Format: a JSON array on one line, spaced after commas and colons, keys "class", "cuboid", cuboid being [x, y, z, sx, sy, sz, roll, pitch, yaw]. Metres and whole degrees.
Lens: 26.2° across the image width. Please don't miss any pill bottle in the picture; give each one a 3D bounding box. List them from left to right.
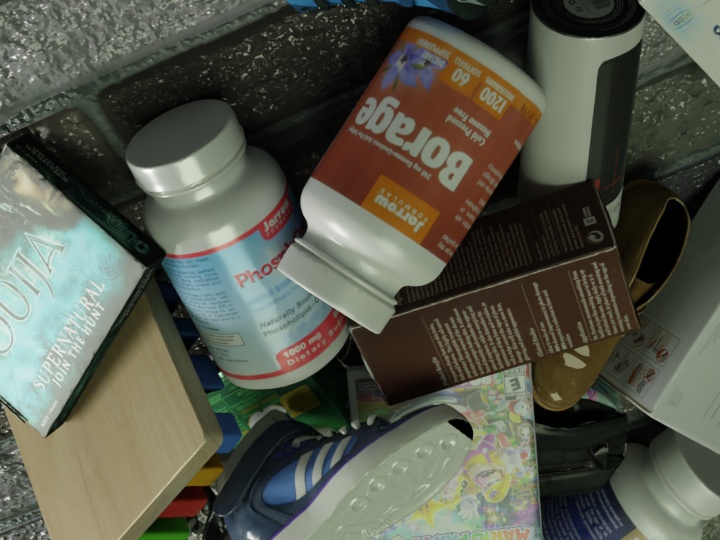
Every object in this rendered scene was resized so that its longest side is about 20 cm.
[{"class": "pill bottle", "cuboid": [-0.090, -0.019, 1.117, 0.109, 0.109, 0.200, -21, 123, 7]}, {"class": "pill bottle", "cuboid": [0.031, -0.063, 1.057, 0.112, 0.112, 0.200, 32, 90, -37]}, {"class": "pill bottle", "cuboid": [0.253, 0.235, 1.471, 0.120, 0.120, 0.200, 27, 123, -35]}]

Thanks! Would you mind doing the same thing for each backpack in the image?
[{"class": "backpack", "cuboid": [0.127, 0.121, 1.315, 0.200, 0.127, 0.167, 2, 136, -12]}]

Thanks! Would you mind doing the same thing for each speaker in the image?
[{"class": "speaker", "cuboid": [0.156, -0.113, 1.118, 0.081, 0.081, 0.200, -8, 136, -6]}]

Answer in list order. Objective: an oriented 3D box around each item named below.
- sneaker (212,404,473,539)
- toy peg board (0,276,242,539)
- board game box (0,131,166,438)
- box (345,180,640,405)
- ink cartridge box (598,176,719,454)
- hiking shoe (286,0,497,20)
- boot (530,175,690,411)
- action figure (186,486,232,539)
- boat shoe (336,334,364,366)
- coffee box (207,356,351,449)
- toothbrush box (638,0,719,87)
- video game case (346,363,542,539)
[{"class": "sneaker", "cuboid": [-0.025, 0.134, 1.167, 0.200, 0.146, 0.081, -42, 135, 8]}, {"class": "toy peg board", "cuboid": [-0.168, 0.108, 1.194, 0.098, 0.200, 0.199, 6, 135, -44]}, {"class": "board game box", "cuboid": [-0.236, 0.015, 1.124, 0.135, 0.028, 0.200, 40, 126, 6]}, {"class": "box", "cuboid": [0.094, 0.019, 1.134, 0.200, 0.075, 0.100, -18, 136, 6]}, {"class": "ink cartridge box", "cuboid": [0.319, 0.048, 1.263, 0.176, 0.084, 0.200, 29, 96, -34]}, {"class": "hiking shoe", "cuboid": [-0.008, -0.202, 1.000, 0.200, 0.074, 0.087, 19, 136, -17]}, {"class": "boot", "cuboid": [0.191, 0.023, 1.205, 0.074, 0.075, 0.200, 24, 96, -20]}, {"class": "action figure", "cuboid": [-0.135, 0.195, 1.330, 0.102, 0.200, 0.119, -48, 118, -17]}, {"class": "boat shoe", "cuboid": [0.000, 0.000, 1.201, 0.063, 0.071, 0.200, 6, 134, -8]}, {"class": "coffee box", "cuboid": [-0.038, 0.141, 1.269, 0.123, 0.044, 0.200, -30, 102, 37]}, {"class": "toothbrush box", "cuboid": [0.291, -0.223, 1.034, 0.200, 0.085, 0.146, -35, 133, 22]}, {"class": "video game case", "cuboid": [0.069, 0.167, 1.219, 0.143, 0.018, 0.200, -5, 102, -1]}]
